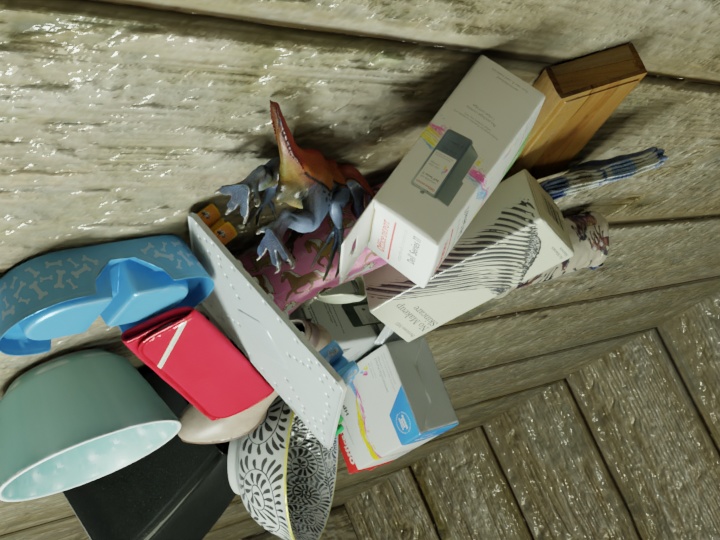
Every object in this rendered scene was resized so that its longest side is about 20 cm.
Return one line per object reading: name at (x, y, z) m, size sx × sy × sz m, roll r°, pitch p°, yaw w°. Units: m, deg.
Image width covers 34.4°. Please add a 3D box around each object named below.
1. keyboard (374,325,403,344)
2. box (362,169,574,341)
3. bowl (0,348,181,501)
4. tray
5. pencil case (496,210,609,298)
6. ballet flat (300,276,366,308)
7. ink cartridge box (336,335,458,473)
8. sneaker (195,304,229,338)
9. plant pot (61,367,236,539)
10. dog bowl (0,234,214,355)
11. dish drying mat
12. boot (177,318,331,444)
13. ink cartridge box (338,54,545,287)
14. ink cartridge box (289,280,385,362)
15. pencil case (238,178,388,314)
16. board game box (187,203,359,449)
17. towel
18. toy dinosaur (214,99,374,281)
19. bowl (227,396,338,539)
keyboard at (0.083, 0.007, 1.356) m, size 0.201 × 0.011 × 0.056 m, roll -58°, pitch 156°, yaw 17°
box at (0.103, -0.012, 1.153) m, size 0.199 × 0.069 × 0.082 m, roll -30°, pitch 138°, yaw 22°
bowl at (-0.299, 0.154, 1.225) m, size 0.199 × 0.106 × 0.201 m, roll -23°, pitch 164°, yaw -7°
tray at (0.190, -0.141, 1.134) m, size 0.098 × 0.037 × 0.200 m, roll -19°, pitch 165°, yaw -21°
pencil case at (0.237, -0.020, 1.532) m, size 0.198 × 0.078 × 0.090 m, roll -15°, pitch 148°, yaw -33°
ballet flat at (0.000, 0.000, 1.255) m, size 0.198 × 0.072 × 0.072 m, roll -15°, pitch 162°, yaw -36°
ink cartridge box at (0.021, 0.173, 1.432) m, size 0.067 × 0.117 × 0.200 m, roll -10°, pitch 161°, yaw -38°
sneaker at (-0.169, 0.071, 1.253) m, size 0.087 × 0.075 × 0.200 m, roll -38°, pitch 172°, yaw -20°
plant pot at (-0.241, 0.223, 1.410) m, size 0.177 × 0.200 × 0.200 m, roll -39°, pitch 163°, yaw 6°
dog bowl at (-0.221, 0.018, 0.997) m, size 0.199 × 0.050 × 0.111 m, roll -12°, pitch 161°, yaw -41°
dish drying mat at (-0.150, 0.094, 1.113) m, size 0.076 × 0.018 × 0.200 m, roll -26°, pitch 147°, yaw 5°
boot at (-0.121, 0.111, 1.226) m, size 0.198 × 0.071 × 0.146 m, roll -28°, pitch 157°, yaw -3°
ink cartridge box at (0.065, -0.064, 0.963) m, size 0.201 × 0.067 × 0.117 m, roll -53°, pitch 171°, yaw -15°
ink cartridge box at (-0.049, 0.080, 1.407) m, size 0.145 × 0.085 × 0.199 m, roll -36°, pitch 161°, yaw 33°
pencil case at (-0.018, -0.023, 1.118) m, size 0.198 × 0.087 × 0.083 m, roll -27°, pitch 122°, yaw 7°
board game box at (-0.079, 0.054, 1.045) m, size 0.026 × 0.200 × 0.200 m, roll -38°, pitch 166°, yaw -18°
towel at (0.218, -0.096, 1.265) m, size 0.198 × 0.024 × 0.146 m, roll -18°, pitch -175°, yaw -33°
toy dinosaur at (-0.028, -0.064, 0.967) m, size 0.181 × 0.105 × 0.200 m, roll -36°, pitch 166°, yaw -47°
bowl at (-0.097, 0.220, 1.357) m, size 0.093 × 0.204 × 0.201 m, roll 1°, pitch 172°, yaw 16°
